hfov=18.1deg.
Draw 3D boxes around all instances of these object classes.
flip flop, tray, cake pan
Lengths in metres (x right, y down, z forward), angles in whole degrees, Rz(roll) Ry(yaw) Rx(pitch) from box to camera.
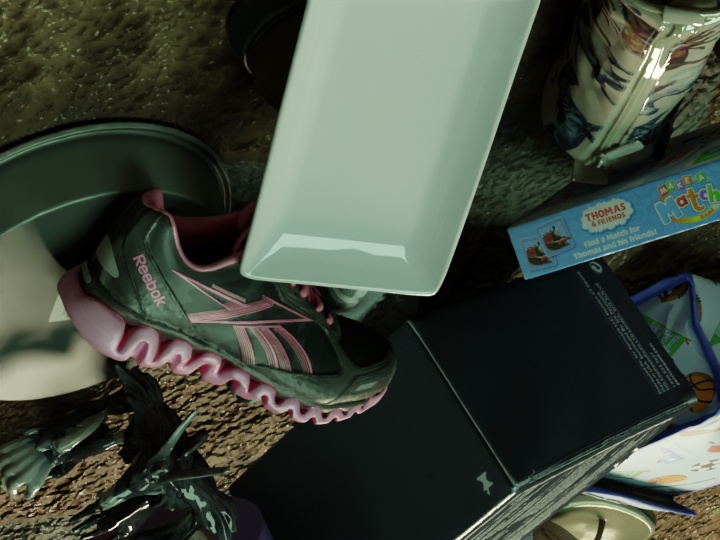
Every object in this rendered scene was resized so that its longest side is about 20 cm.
[{"bbox_3d":[0.121,0.195,1.645,0.198,0.058,0.081,2,152,-24],"label":"flip flop"},{"bbox_3d":[0.010,-0.069,1.086,0.106,0.022,0.201,5,133,-14],"label":"tray"},{"bbox_3d":[-0.154,0.002,1.200,0.199,0.037,0.201,-20,149,-13],"label":"cake pan"}]

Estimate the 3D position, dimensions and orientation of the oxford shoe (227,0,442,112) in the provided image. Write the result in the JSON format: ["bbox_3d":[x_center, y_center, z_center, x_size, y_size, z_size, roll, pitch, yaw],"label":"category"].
[{"bbox_3d":[0.041,-0.126,1.119,0.199,0.085,0.073,-28,148,-3],"label":"oxford shoe"}]

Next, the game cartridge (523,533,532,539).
[{"bbox_3d":[0.034,0.226,1.628,0.132,0.041,0.201,13,143,-6],"label":"game cartridge"}]

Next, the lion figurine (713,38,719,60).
[{"bbox_3d":[0.255,-0.153,1.262,0.122,0.073,0.200,13,135,-38],"label":"lion figurine"}]

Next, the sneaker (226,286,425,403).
[{"bbox_3d":[0.000,0.000,1.296,0.115,0.075,0.200,-9,155,-36],"label":"sneaker"}]

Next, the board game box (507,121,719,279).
[{"bbox_3d":[0.198,-0.056,1.259,0.199,0.037,0.151,-19,-173,30],"label":"board game box"}]

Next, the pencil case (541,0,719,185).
[{"bbox_3d":[0.146,-0.120,1.162,0.077,0.090,0.200,1,160,-6],"label":"pencil case"}]

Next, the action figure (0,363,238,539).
[{"bbox_3d":[-0.135,0.122,1.254,0.102,0.119,0.200,-39,-175,-20],"label":"action figure"}]

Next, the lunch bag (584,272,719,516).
[{"bbox_3d":[0.197,0.098,1.542,0.199,0.125,0.169,-26,155,32],"label":"lunch bag"}]

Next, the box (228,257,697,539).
[{"bbox_3d":[0.061,0.104,1.372,0.198,0.124,0.200,-20,161,-49],"label":"box"}]

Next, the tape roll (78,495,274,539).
[{"bbox_3d":[-0.129,0.218,1.305,0.199,0.200,0.086,-26,107,-4],"label":"tape roll"}]

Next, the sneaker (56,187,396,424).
[{"bbox_3d":[-0.053,0.013,1.172,0.199,0.079,0.096,18,112,-33],"label":"sneaker"}]
